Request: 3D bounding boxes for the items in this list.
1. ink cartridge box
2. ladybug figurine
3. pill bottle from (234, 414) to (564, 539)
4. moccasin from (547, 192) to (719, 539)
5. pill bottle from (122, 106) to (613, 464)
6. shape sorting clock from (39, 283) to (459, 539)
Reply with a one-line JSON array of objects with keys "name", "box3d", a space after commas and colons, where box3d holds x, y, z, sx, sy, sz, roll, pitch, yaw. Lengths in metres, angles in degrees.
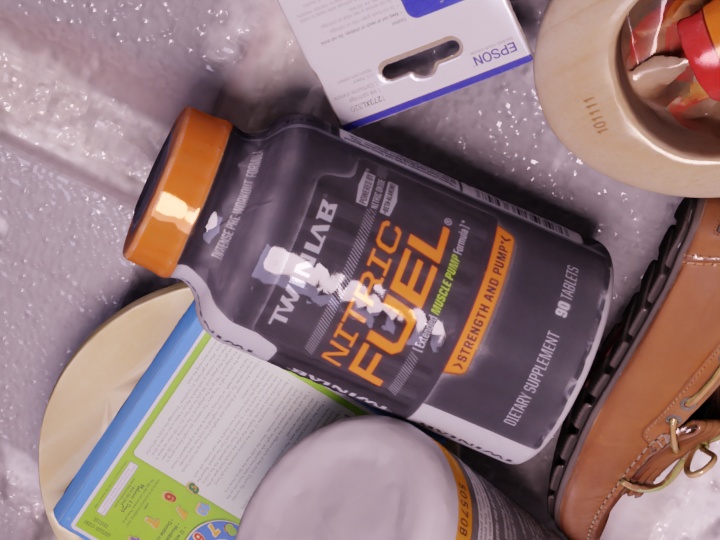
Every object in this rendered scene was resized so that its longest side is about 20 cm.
[{"name": "ink cartridge box", "box3d": [-0.006, -0.164, 1.042, 0.094, 0.037, 0.201, -19, 109, 19]}, {"name": "ladybug figurine", "box3d": [0.167, -0.106, 1.015, 0.199, 0.072, 0.136, -18, 112, 20]}, {"name": "pill bottle", "box3d": [0.042, 0.155, 1.118, 0.116, 0.117, 0.200, -28, 137, 23]}, {"name": "moccasin", "box3d": [0.140, 0.051, 1.099, 0.077, 0.074, 0.202, 24, 124, -2]}, {"name": "pill bottle", "box3d": [0.000, 0.000, 1.073, 0.199, 0.106, 0.107, 23, 120, -9]}, {"name": "shape sorting clock", "box3d": [-0.052, 0.093, 1.174, 0.198, 0.039, 0.201, 2, 113, 4]}]
